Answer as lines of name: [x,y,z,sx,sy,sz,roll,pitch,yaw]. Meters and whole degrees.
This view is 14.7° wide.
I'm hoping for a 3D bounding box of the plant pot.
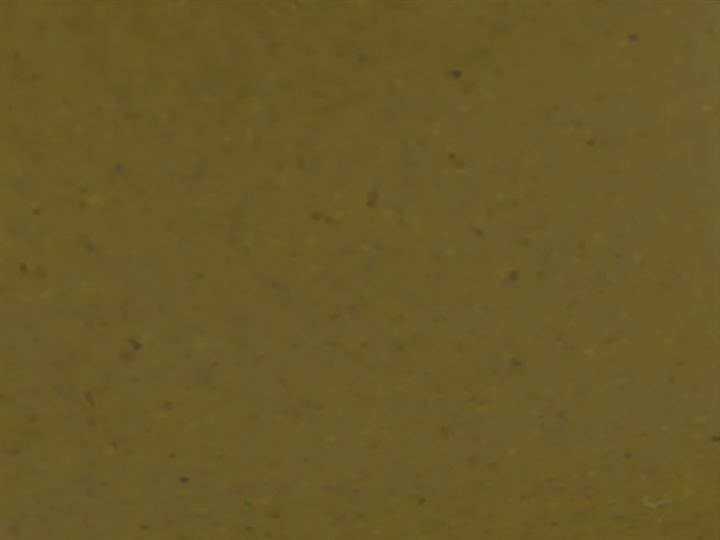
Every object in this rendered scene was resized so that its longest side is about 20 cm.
plant pot: [-0.017,-0.029,0.497,0.194,0.195,0.200,-93,171,-56]
